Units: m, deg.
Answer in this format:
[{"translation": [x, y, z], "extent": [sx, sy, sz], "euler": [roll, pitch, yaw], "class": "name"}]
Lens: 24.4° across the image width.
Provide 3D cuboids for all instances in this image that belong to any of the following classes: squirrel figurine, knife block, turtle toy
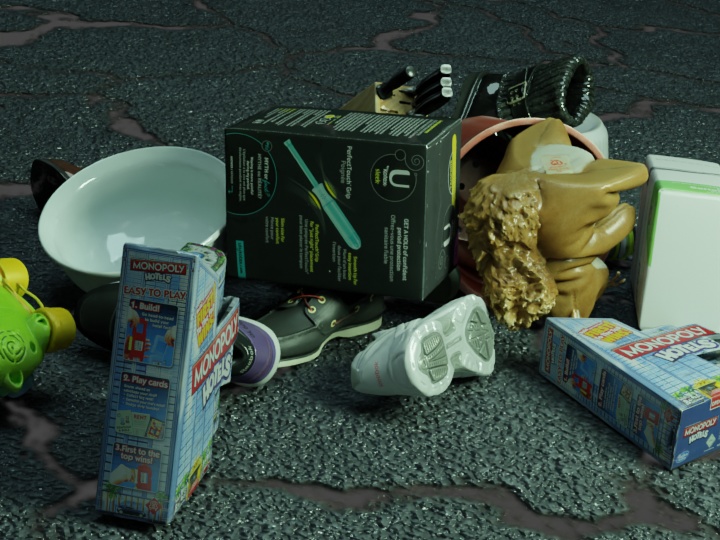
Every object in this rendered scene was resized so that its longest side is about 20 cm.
[{"translation": [0.176, -0.018, 1.625], "extent": [0.200, 0.188, 0.141], "euler": [-29, 41, -35], "class": "squirrel figurine"}, {"translation": [0.030, -0.167, 1.770], "extent": [0.064, 0.176, 0.200], "euler": [7, 28, -25], "class": "knife block"}, {"translation": [-0.348, 0.048, 1.422], "extent": [0.145, 0.101, 0.200], "euler": [-7, 39, -48], "class": "turtle toy"}]

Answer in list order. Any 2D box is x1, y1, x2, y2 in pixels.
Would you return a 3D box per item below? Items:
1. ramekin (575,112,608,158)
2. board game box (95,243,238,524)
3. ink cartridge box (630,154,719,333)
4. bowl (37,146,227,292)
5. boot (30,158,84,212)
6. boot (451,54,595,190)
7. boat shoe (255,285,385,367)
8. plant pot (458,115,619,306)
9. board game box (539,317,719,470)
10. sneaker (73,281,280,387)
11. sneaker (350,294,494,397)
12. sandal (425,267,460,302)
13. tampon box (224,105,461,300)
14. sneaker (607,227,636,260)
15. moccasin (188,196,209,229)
[{"translation": [0.220, -0.150, 2.093], "extent": [0.201, 0.095, 0.203], "euler": [5, 21, -2], "class": "ramekin"}, {"translation": [-0.142, 0.060, 1.302], "extent": [0.061, 0.201, 0.200], "euler": [9, 22, 11], "class": "board game box"}, {"translation": [0.329, -0.028, 1.706], "extent": [0.083, 0.146, 0.200], "euler": [7, 14, 5], "class": "ink cartridge box"}, {"translation": [-0.210, -0.028, 1.646], "extent": [0.200, 0.091, 0.202], "euler": [-7, 39, 5], "class": "bowl"}, {"translation": [-0.246, -0.091, 1.869], "extent": [0.188, 0.069, 0.200], "euler": [21, 25, 35], "class": "boot"}, {"translation": [0.183, -0.158, 1.951], "extent": [0.157, 0.212, 0.079], "euler": [-1, -27, 32], "class": "boot"}, {"translation": [-0.049, 0.041, 1.589], "extent": [0.073, 0.063, 0.201], "euler": [23, 29, 33], "class": "boat shoe"}, {"translation": [0.150, -0.077, 1.784], "extent": [0.199, 0.202, 0.195], "euler": [1, 13, -11], "class": "plant pot"}, {"translation": [0.274, 0.093, 1.531], "extent": [0.199, 0.062, 0.199], "euler": [-14, 29, -40], "class": "board game box"}, {"translation": [-0.174, 0.049, 1.478], "extent": [0.199, 0.076, 0.088], "euler": [12, -1, 18], "class": "sneaker"}, {"translation": [0.054, 0.070, 1.522], "extent": [0.099, 0.078, 0.200], "euler": [-10, 0, 30], "class": "sneaker"}, {"translation": [0.001, -0.001, 1.689], "extent": [0.200, 0.080, 0.057], "euler": [10, 47, 17], "class": "sandal"}, {"translation": [-0.014, -0.069, 1.586], "extent": [0.199, 0.151, 0.126], "euler": [7, 18, 17], "class": "tampon box"}, {"translation": [0.224, -0.062, 1.907], "extent": [0.081, 0.074, 0.200], "euler": [-14, 26, -31], "class": "sneaker"}, {"translation": [-0.087, -0.052, 1.761], "extent": [0.199, 0.081, 0.068], "euler": [11, -19, -16], "class": "moccasin"}]
